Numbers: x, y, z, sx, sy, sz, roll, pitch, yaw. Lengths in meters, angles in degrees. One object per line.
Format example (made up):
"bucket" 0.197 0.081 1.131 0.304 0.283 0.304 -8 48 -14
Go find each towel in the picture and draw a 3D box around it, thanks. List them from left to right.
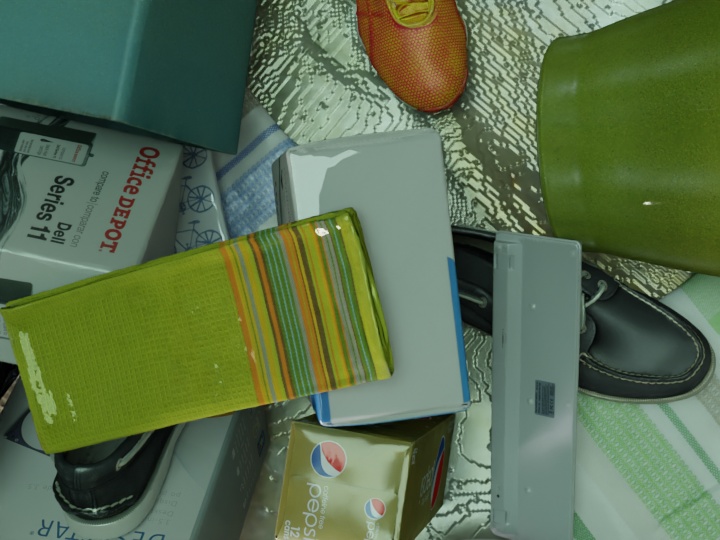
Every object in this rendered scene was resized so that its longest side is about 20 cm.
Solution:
"towel" -0.085 0.034 0.660 0.199 0.018 0.086 -15 91 15
"towel" -0.107 -0.047 0.883 0.147 0.024 0.200 -40 80 4
"towel" 0.198 0.103 0.814 0.200 0.031 0.149 -40 81 5

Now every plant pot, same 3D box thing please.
"plant pot" -0.145 -0.187 0.781 0.141 0.141 0.201 12 92 22
"plant pot" 0.208 -0.080 0.759 0.192 0.200 0.201 -2 85 22

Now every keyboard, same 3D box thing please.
"keyboard" 0.106 0.076 0.792 0.056 0.011 0.201 7 108 28

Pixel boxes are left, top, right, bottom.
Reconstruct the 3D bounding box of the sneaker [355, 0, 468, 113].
"sneaker" 0.021 -0.199 0.846 0.073 0.077 0.201 -17 84 6

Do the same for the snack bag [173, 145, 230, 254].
"snack bag" -0.189 -0.086 0.880 0.188 0.021 0.201 -11 80 8

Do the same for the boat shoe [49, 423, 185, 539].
"boat shoe" -0.133 0.063 0.780 0.075 0.060 0.200 -1 42 5

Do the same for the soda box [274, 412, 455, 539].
"soda box" 0.009 0.116 0.758 0.067 0.200 0.064 9 90 10

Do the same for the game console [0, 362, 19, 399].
"game console" -0.300 0.097 0.817 0.176 0.116 0.200 51 125 11

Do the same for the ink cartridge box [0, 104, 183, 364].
"ink cartridge box" -0.213 -0.026 0.752 0.199 0.147 0.083 12 126 -4

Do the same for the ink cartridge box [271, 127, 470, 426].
"ink cartridge box" 0.000 0.000 0.754 0.085 0.200 0.147 -7 93 -7

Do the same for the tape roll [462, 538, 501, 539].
"tape roll" 0.080 0.269 0.734 0.202 0.139 0.204 -1 96 -10

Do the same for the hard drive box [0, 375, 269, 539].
"hard drive box" -0.156 0.149 0.791 0.155 0.077 0.200 4 43 10

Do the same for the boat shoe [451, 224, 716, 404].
"boat shoe" 0.121 0.025 0.803 0.199 0.063 0.073 23 79 19
